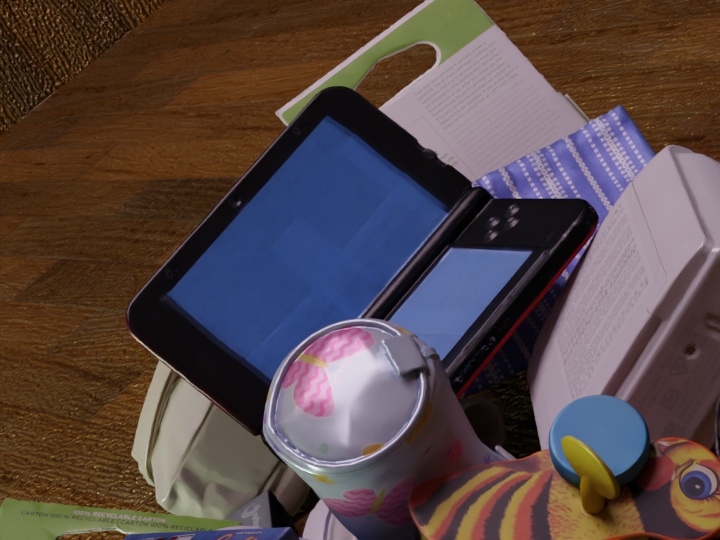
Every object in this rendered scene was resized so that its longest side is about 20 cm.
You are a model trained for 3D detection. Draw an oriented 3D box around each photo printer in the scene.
[{"bbox_3d":[0.152,0.028,1.436,0.166,0.069,0.200,-60,10,15],"label":"photo printer"}]

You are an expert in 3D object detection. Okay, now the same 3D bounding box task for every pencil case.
[{"bbox_3d":[0.028,0.099,1.358,0.091,0.200,0.083,-20,57,15],"label":"pencil case"}]

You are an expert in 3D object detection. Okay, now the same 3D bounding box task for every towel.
[{"bbox_3d":[0.093,-0.008,1.586,0.200,0.024,0.145,-26,48,-3],"label":"towel"}]

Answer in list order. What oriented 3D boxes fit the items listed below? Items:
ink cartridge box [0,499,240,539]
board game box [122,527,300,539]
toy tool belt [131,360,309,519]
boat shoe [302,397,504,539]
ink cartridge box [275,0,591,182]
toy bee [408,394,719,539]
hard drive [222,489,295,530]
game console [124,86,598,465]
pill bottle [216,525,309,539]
[{"bbox_3d":[-0.161,0.172,1.450,0.148,0.076,0.200,4,40,14],"label":"ink cartridge box"},{"bbox_3d":[-0.017,0.195,1.165,0.035,0.200,0.135,-46,19,-29],"label":"board game box"},{"bbox_3d":[-0.066,0.064,1.732,0.200,0.125,0.123,-66,11,1],"label":"toy tool belt"},{"bbox_3d":[0.031,0.129,1.498,0.070,0.071,0.200,-29,11,31],"label":"boat shoe"},{"bbox_3d":[0.068,-0.055,1.684,0.148,0.200,0.076,-37,-19,-7],"label":"ink cartridge box"},{"bbox_3d":[0.128,0.108,1.273,0.200,0.131,0.109,-35,54,10],"label":"toy bee"},{"bbox_3d":[-0.124,0.217,1.617,0.200,0.033,0.140,-34,16,6],"label":"hard drive"},{"bbox_3d":[0.000,0.000,1.511,0.200,0.119,0.172,-50,23,-19],"label":"game console"},{"bbox_3d":[-0.007,0.189,1.296,0.112,0.112,0.200,-44,28,-26],"label":"pill bottle"}]
